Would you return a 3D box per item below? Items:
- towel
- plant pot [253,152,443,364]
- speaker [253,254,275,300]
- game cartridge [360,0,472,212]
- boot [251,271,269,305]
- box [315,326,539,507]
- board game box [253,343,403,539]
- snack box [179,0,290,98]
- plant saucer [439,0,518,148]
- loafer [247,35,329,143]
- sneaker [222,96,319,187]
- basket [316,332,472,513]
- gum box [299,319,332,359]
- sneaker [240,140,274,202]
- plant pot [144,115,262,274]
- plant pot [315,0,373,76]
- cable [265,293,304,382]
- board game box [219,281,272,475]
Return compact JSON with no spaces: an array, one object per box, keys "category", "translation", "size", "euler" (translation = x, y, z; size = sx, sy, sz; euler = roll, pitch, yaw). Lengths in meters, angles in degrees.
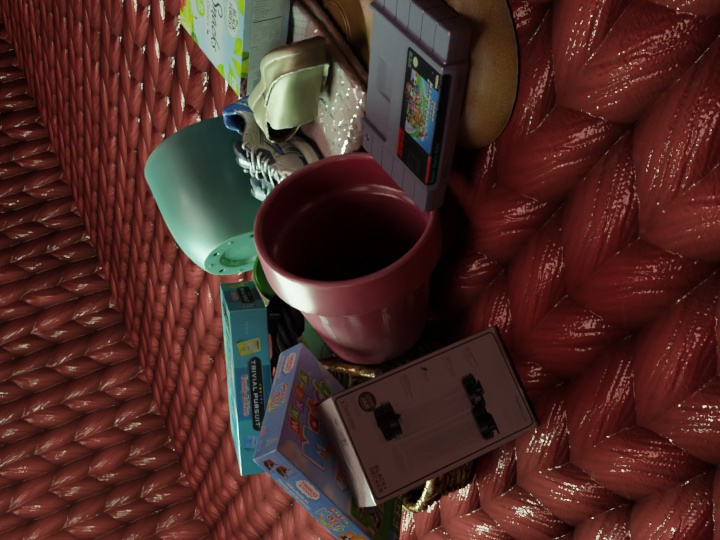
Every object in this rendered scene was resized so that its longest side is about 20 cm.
[{"category":"towel","translation":[-0.048,-0.197,1.090],"size":[0.192,0.032,0.200],"euler":[58,154,26]},{"category":"plant pot","translation":[0.000,0.000,1.027],"size":[0.200,0.199,0.180],"euler":[48,163,41]},{"category":"speaker","translation":[-0.088,0.003,1.234],"size":[0.200,0.088,0.089],"euler":[26,-137,-85]},{"category":"game cartridge","translation":[0.048,-0.167,0.881],"size":[0.130,0.038,0.201],"euler":[56,153,39]},{"category":"boot","translation":[-0.113,0.043,1.444],"size":[0.097,0.075,0.201],"euler":[45,154,24]},{"category":"box","translation":[0.069,0.149,0.949],"size":[0.117,0.199,0.060],"euler":[65,157,8]},{"category":"board game box","translation":[-0.024,0.196,0.973],"size":[0.200,0.036,0.152],"euler":[48,-151,-26]},{"category":"snack box","translation":[-0.148,-0.334,1.079],"size":[0.169,0.067,0.201],"euler":[52,151,29]},{"category":"plant saucer","translation":[0.074,-0.209,0.877],"size":[0.200,0.035,0.201],"euler":[47,147,43]},{"category":"loafer","translation":[-0.073,-0.196,1.024],"size":[0.069,0.075,0.200],"euler":[68,163,4]},{"category":"sneaker","translation":[-0.108,-0.134,1.129],"size":[0.201,0.085,0.077],"euler":[59,155,27]},{"category":"basket","translation":[0.041,0.191,1.104],"size":[0.143,0.148,0.201],"euler":[35,137,54]},{"category":"gum box","translation":[-0.030,0.129,1.254],"size":[0.201,0.113,0.066],"euler":[58,153,27]},{"category":"sneaker","translation":[-0.095,-0.098,1.196],"size":[0.201,0.086,0.078],"euler":[60,154,22]},{"category":"plant pot","translation":[-0.183,-0.092,1.297],"size":[0.201,0.199,0.162],"euler":[120,132,-60]},{"category":"plant pot","translation":[-0.019,-0.272,1.043],"size":[0.200,0.027,0.201],"euler":[45,145,44]},{"category":"cable","translation":[-0.085,0.131,1.132],"size":[0.201,0.050,0.164],"euler":[103,157,-53]},{"category":"board game box","translation":[-0.139,0.128,1.148],"size":[0.151,0.047,0.202],"euler":[-137,44,-73]}]
